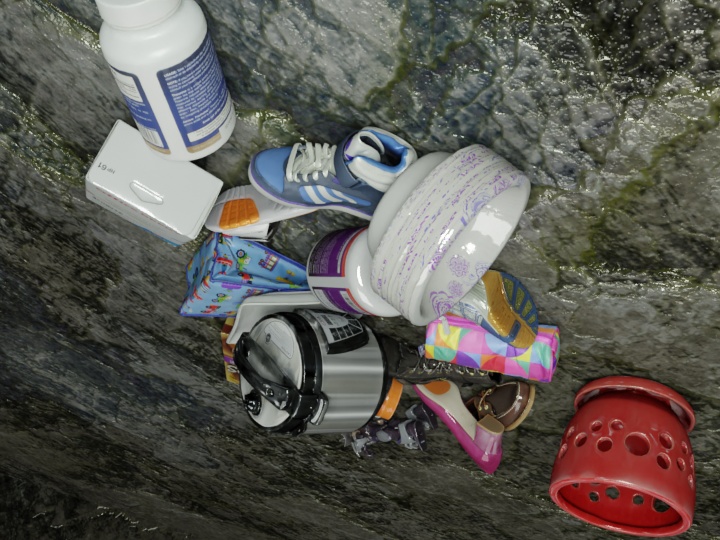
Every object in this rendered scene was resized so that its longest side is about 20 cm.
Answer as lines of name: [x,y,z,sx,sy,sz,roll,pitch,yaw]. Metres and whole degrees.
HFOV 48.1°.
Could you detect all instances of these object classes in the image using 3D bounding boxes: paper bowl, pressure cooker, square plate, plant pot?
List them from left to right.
square plate: [-0.097,0.069,1.233,0.198,0.029,0.198,-2,159,-17]
pressure cooker: [-0.080,0.148,1.151,0.199,0.180,0.175,8,158,-40]
paper bowl: [0.086,-0.047,0.882,0.104,0.200,0.201,38,154,22]
plant pot: [0.391,0.269,1.193,0.199,0.184,0.201,13,147,9]

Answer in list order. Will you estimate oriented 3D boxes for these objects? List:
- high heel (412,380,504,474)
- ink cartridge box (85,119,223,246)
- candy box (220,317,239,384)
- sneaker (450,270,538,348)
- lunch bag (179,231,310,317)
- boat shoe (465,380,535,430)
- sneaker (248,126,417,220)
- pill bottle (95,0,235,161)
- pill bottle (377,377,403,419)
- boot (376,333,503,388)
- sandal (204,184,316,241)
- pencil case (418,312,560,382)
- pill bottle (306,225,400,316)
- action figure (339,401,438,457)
high heel: [0.154,0.249,1.333,0.199,0.067,0.097,29,128,34]
ink cartridge box: [-0.267,-0.103,1.027,0.144,0.085,0.200,30,171,-16]
candy box: [-0.184,0.153,1.455,0.116,0.057,0.201,16,149,5]
sneaker: [0.150,0.032,1.075,0.200,0.076,0.088,41,152,-16]
lunch bag: [-0.156,0.024,1.238,0.199,0.095,0.150,16,151,-24]
boat shoe: [0.218,0.228,1.332,0.070,0.071,0.200,22,148,-6]
sneaker: [-0.030,-0.127,0.916,0.198,0.081,0.147,15,155,0]
pill bottle: [-0.207,-0.222,0.855,0.110,0.112,0.201,10,147,15]
pill bottle: [-0.030,0.184,1.369,0.199,0.107,0.106,23,148,-5]
boot: [0.122,0.142,1.250,0.173,0.070,0.200,-1,164,29]
sandal: [-0.116,-0.072,1.060,0.205,0.080,0.059,-5,138,31]
pencil case: [0.184,0.103,1.155,0.198,0.089,0.089,10,147,13]
pill bottle: [0.000,0.000,1.044,0.112,0.113,0.200,33,167,-21]
action figure: [0.047,0.302,1.502,0.199,0.130,0.070,-20,97,42]
